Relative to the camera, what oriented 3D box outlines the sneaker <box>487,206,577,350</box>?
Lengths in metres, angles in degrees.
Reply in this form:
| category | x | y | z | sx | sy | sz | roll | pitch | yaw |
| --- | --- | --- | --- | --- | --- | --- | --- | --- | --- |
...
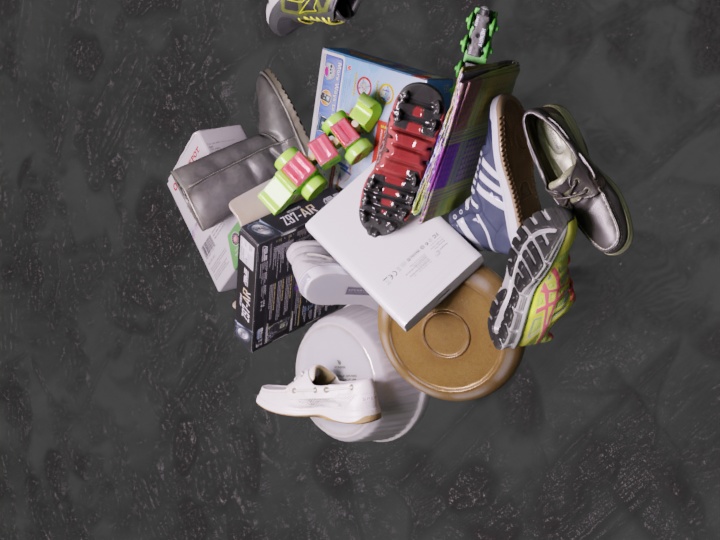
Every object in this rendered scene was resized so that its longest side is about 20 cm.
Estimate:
| category | x | y | z | sx | sy | sz | roll | pitch | yaw |
| --- | --- | --- | --- | --- | --- | --- | --- | --- | --- |
| sneaker | 0.223 | 0.009 | 1.526 | 0.078 | 0.089 | 0.201 | -109 | 31 | -48 |

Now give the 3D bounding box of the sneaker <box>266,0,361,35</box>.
| category | x | y | z | sx | sy | sz | roll | pitch | yaw |
| --- | --- | --- | --- | --- | --- | --- | --- | --- | --- |
| sneaker | -0.055 | -0.367 | 1.746 | 0.199 | 0.074 | 0.085 | -31 | 75 | 42 |

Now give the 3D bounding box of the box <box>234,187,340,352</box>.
| category | x | y | z | sx | sy | sz | roll | pitch | yaw |
| --- | --- | --- | --- | --- | --- | --- | --- | --- | --- |
| box | -0.094 | 0.000 | 1.744 | 0.043 | 0.159 | 0.201 | 41 | 142 | 32 |

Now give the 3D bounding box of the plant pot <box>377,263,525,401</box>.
| category | x | y | z | sx | sy | sz | roll | pitch | yaw |
| --- | --- | --- | --- | --- | --- | --- | --- | --- | --- |
| plant pot | 0.112 | 0.078 | 1.627 | 0.198 | 0.027 | 0.202 | 6 | 109 | 18 |

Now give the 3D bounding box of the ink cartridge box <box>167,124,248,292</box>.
| category | x | y | z | sx | sy | sz | roll | pitch | yaw |
| --- | --- | --- | --- | --- | --- | --- | --- | --- | --- |
| ink cartridge box | -0.195 | -0.094 | 1.905 | 0.201 | 0.083 | 0.145 | 62 | 142 | 17 |

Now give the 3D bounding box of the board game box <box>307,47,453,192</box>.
| category | x | y | z | sx | sy | sz | roll | pitch | yaw |
| --- | --- | --- | --- | --- | --- | --- | --- | --- | --- |
| board game box | 0.020 | -0.180 | 1.715 | 0.195 | 0.056 | 0.202 | 24 | 113 | 39 |

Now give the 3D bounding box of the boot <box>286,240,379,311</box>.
| category | x | y | z | sx | sy | sz | roll | pitch | yaw |
| --- | --- | --- | --- | --- | --- | --- | --- | --- | --- |
| boot | 0.000 | 0.000 | 1.686 | 0.074 | 0.198 | 0.096 | -63 | 35 | 29 |

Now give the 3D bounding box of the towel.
| category | x | y | z | sx | sy | sz | roll | pitch | yaw |
| --- | --- | --- | --- | --- | --- | --- | --- | --- | --- |
| towel | 0.129 | -0.161 | 1.552 | 0.023 | 0.143 | 0.201 | 30 | 120 | 24 |

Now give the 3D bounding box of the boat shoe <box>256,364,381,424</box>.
| category | x | y | z | sx | sy | sz | roll | pitch | yaw |
| --- | --- | --- | --- | --- | --- | --- | --- | --- | --- |
| boat shoe | -0.056 | 0.159 | 1.705 | 0.199 | 0.071 | 0.070 | 2 | 97 | 35 |

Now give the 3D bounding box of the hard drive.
| category | x | y | z | sx | sy | sz | roll | pitch | yaw |
| --- | --- | --- | --- | --- | --- | --- | --- | --- | --- |
| hard drive | 0.041 | -0.034 | 1.609 | 0.132 | 0.027 | 0.200 | -41 | 63 | -6 |

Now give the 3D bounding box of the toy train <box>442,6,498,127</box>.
| category | x | y | z | sx | sy | sz | roll | pitch | yaw |
| --- | --- | --- | --- | --- | --- | --- | --- | --- | --- |
| toy train | 0.136 | -0.232 | 1.590 | 0.041 | 0.056 | 0.202 | 18 | 114 | 12 |

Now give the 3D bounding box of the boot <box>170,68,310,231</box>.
| category | x | y | z | sx | sy | sz | roll | pitch | yaw |
| --- | --- | --- | --- | --- | --- | --- | --- | --- | --- |
| boot | -0.176 | -0.173 | 1.817 | 0.199 | 0.073 | 0.183 | -26 | 72 | -1 |

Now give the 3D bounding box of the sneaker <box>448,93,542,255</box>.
| category | x | y | z | sx | sy | sz | roll | pitch | yaw |
| --- | --- | --- | --- | --- | --- | --- | --- | --- | --- |
| sneaker | 0.159 | -0.113 | 1.569 | 0.108 | 0.070 | 0.202 | 1 | 107 | 44 |

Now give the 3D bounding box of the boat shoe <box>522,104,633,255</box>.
| category | x | y | z | sx | sy | sz | roll | pitch | yaw |
| --- | --- | --- | --- | --- | --- | --- | --- | --- | --- |
| boat shoe | 0.247 | -0.105 | 1.497 | 0.072 | 0.066 | 0.202 | -39 | 70 | 40 |

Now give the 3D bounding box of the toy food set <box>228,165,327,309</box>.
| category | x | y | z | sx | sy | sz | roll | pitch | yaw |
| --- | --- | --- | --- | --- | --- | --- | --- | --- | --- |
| toy food set | -0.119 | -0.047 | 1.765 | 0.060 | 0.143 | 0.201 | 41 | 147 | 32 |

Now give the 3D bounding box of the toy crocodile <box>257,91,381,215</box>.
| category | x | y | z | sx | sy | sz | roll | pitch | yaw |
| --- | --- | --- | --- | --- | --- | --- | --- | --- | --- |
| toy crocodile | -0.051 | -0.151 | 1.660 | 0.200 | 0.062 | 0.068 | -39 | 80 | 2 |

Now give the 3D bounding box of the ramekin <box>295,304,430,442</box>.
| category | x | y | z | sx | sy | sz | roll | pitch | yaw |
| --- | --- | --- | --- | --- | --- | --- | --- | --- | --- |
| ramekin | -0.004 | 0.143 | 1.762 | 0.201 | 0.094 | 0.205 | 8 | 101 | 43 |

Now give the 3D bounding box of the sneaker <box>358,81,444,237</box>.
| category | x | y | z | sx | sy | sz | roll | pitch | yaw |
| --- | --- | --- | --- | --- | --- | --- | --- | --- | --- |
| sneaker | 0.054 | -0.139 | 1.587 | 0.070 | 0.098 | 0.202 | 20 | 105 | 1 |
